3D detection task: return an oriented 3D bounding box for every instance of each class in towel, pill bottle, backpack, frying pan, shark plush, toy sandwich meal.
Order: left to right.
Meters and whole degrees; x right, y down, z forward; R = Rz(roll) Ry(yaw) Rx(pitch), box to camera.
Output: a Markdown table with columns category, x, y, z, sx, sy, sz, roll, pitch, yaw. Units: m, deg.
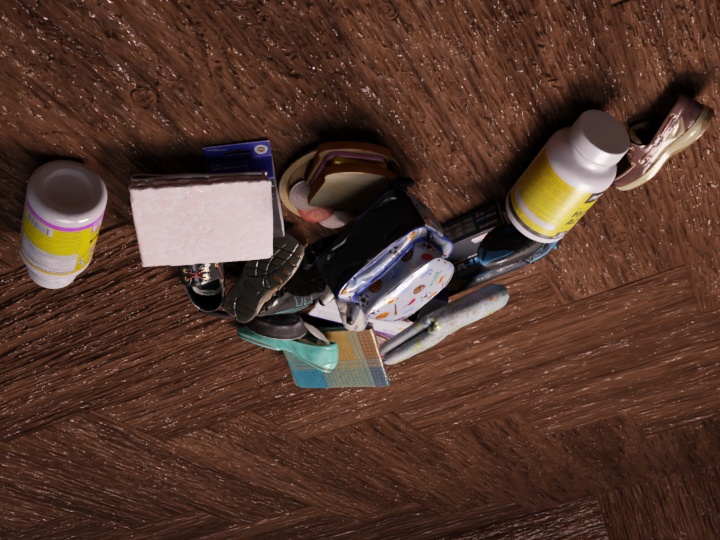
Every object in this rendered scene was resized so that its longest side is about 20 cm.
| category | x | y | z | sx | sy | sz | roll | pitch | yaw |
| --- | --- | --- | --- | --- | --- | --- | --- | --- | --- |
| pill bottle | -0.422 | -0.056 | 1.219 | 0.103 | 0.105 | 0.200 | 6 | 146 | -23 |
| towel | -0.225 | -0.072 | 1.251 | 0.198 | 0.032 | 0.192 | -3 | 145 | -8 |
| frying pan | -0.183 | 0.080 | 1.562 | 0.115 | 0.189 | 0.031 | -23 | 130 | -59 |
| towel | -0.051 | 0.166 | 1.660 | 0.198 | 0.022 | 0.148 | -4 | 124 | 21 |
| toy sandwich meal | -0.023 | -0.114 | 1.265 | 0.203 | 0.071 | 0.206 | -7 | 149 | -4 |
| shark plush | 0.000 | 0.000 | 1.404 | 0.083 | 0.202 | 0.090 | 8 | -177 | -41 |
| backpack | 0.050 | -0.019 | 1.258 | 0.199 | 0.155 | 0.190 | -36 | 166 | 18 |
| towel | 0.140 | 0.093 | 1.482 | 0.170 | 0.048 | 0.200 | -24 | 171 | -35 |
| pill bottle | 0.305 | -0.139 | 1.274 | 0.110 | 0.112 | 0.200 | 3 | 147 | -20 |

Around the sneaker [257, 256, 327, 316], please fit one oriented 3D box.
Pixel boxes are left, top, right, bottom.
| category | x | y | z | sx | sy | sz | roll | pitch | yaw |
| --- | --- | --- | --- | --- | --- | --- | --- | --- | --- |
| sneaker | -0.104 | 0.026 | 1.488 | 0.199 | 0.076 | 0.079 | -21 | 159 | 33 |

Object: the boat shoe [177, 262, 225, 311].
| category | x | y | z | sx | sy | sz | roll | pitch | yaw |
| --- | --- | --- | --- | --- | --- | --- | --- | --- | --- |
| boat shoe | -0.256 | -0.004 | 1.392 | 0.073 | 0.064 | 0.202 | -4 | 147 | 0 |

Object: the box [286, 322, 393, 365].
| category | x | y | z | sx | sy | sz | roll | pitch | yaw |
| --- | --- | --- | --- | --- | --- | --- | --- | --- | --- |
| box | -0.032 | 0.153 | 1.727 | 0.199 | 0.039 | 0.136 | -30 | 143 | 30 |

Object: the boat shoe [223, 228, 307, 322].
| category | x | y | z | sx | sy | sz | roll | pitch | yaw |
| --- | --- | --- | --- | --- | --- | --- | --- | --- | --- |
| boat shoe | -0.153 | 0.001 | 1.423 | 0.076 | 0.074 | 0.200 | 45 | 121 | -1 |

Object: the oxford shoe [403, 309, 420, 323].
| category | x | y | z | sx | sy | sz | roll | pitch | yaw |
| --- | --- | --- | --- | --- | --- | --- | --- | --- | --- |
| oxford shoe | 0.084 | -0.013 | 1.388 | 0.071 | 0.073 | 0.202 | -9 | 117 | -25 |

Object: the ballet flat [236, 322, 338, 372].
| category | x | y | z | sx | sy | sz | roll | pitch | yaw |
| --- | --- | --- | --- | --- | --- | --- | --- | --- | --- |
| ballet flat | -0.130 | 0.122 | 1.612 | 0.198 | 0.071 | 0.067 | 20 | -172 | 7 |

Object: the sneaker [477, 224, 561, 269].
| category | x | y | z | sx | sy | sz | roll | pitch | yaw |
| --- | --- | --- | --- | --- | --- | --- | --- | --- | --- |
| sneaker | 0.264 | -0.038 | 1.379 | 0.199 | 0.073 | 0.083 | -26 | 133 | -32 |

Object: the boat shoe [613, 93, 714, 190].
| category | x | y | z | sx | sy | sz | roll | pitch | yaw |
| --- | --- | --- | --- | --- | --- | --- | --- | --- | --- |
| boat shoe | 0.427 | -0.192 | 1.280 | 0.072 | 0.073 | 0.200 | 32 | 150 | -7 |

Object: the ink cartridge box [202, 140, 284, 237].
| category | x | y | z | sx | sy | sz | roll | pitch | yaw |
| --- | --- | --- | --- | --- | --- | --- | --- | --- | --- |
| ink cartridge box | -0.167 | -0.111 | 1.269 | 0.094 | 0.037 | 0.201 | -7 | 147 | -3 |

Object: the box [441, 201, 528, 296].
| category | x | y | z | sx | sy | sz | roll | pitch | yaw |
| --- | --- | --- | --- | --- | --- | --- | --- | --- | --- |
| box | 0.181 | -0.028 | 1.483 | 0.199 | 0.046 | 0.159 | -23 | 146 | 22 |

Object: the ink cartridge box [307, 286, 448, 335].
| category | x | y | z | sx | sy | sz | roll | pitch | yaw |
| --- | --- | --- | --- | --- | --- | --- | --- | --- | --- |
| ink cartridge box | 0.028 | 0.053 | 1.540 | 0.198 | 0.041 | 0.200 | 15 | 155 | -19 |
